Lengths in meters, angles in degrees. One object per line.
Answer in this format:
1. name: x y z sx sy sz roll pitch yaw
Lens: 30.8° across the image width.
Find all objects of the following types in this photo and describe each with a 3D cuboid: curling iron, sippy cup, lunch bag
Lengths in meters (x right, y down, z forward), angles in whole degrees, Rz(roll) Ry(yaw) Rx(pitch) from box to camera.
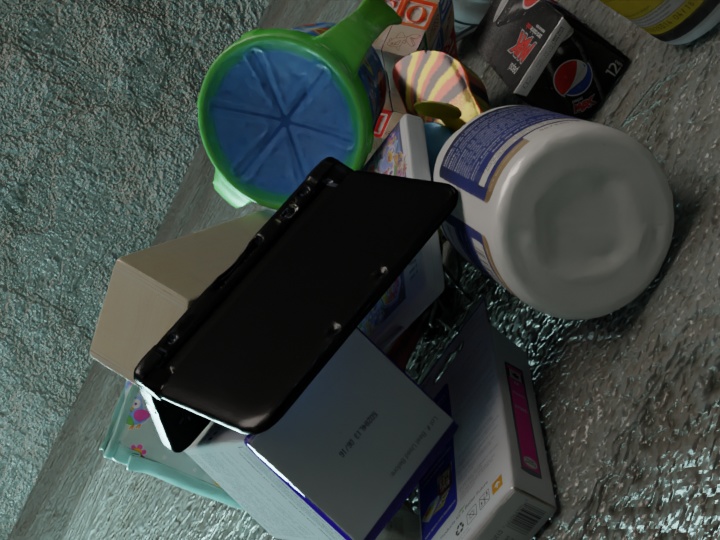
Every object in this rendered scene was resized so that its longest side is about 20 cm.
1. curling iron: 0.020 0.087 1.037 0.201 0.025 0.050 -56 13 21
2. sippy cup: -0.040 -0.131 1.012 0.176 0.141 0.130 -9 19 21
3. lunch bag: -0.139 0.121 1.231 0.122 0.169 0.202 -51 19 51

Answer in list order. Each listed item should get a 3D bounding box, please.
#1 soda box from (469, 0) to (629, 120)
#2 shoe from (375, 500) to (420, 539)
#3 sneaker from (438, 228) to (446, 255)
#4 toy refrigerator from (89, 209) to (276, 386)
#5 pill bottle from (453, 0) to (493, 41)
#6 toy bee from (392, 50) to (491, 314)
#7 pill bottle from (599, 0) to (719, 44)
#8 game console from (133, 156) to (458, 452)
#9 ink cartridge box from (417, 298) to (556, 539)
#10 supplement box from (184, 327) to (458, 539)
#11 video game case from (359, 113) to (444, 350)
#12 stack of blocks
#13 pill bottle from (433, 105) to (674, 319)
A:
1. soda box: 0.143 -0.175 1.029 0.071 0.063 0.200 -57 16 15
2. shoe: 0.001 0.176 0.891 0.071 0.053 0.200 -64 15 -10
3. sneaker: 0.031 -0.027 1.063 0.085 0.074 0.200 -49 6 36
4. toy refrigerator: -0.104 0.016 0.939 0.200 0.069 0.077 -27 -39 -61
5. pill bottle: 0.097 -0.293 1.292 0.117 0.115 0.200 -64 16 -11
6. toy bee: 0.094 -0.084 0.995 0.108 0.202 0.131 -21 -3 25
7. pill bottle: 0.156 -0.240 0.838 0.112 0.199 0.112 -54 16 24
8. game console: -0.036 0.036 0.836 0.200 0.116 0.177 -49 -21 -23
9. ink cartridge box: 0.071 0.109 0.816 0.095 0.037 0.201 -56 18 26
10. supplement box: -0.034 0.113 0.874 0.101 0.103 0.200 -50 7 -20
11. video game case: 0.000 0.000 0.969 0.200 0.018 0.145 -48 39 48
12. stack of blocks: 0.040 -0.154 1.148 0.201 0.058 0.116 75 -146 -61
13. pill bottle: 0.108 -0.045 0.820 0.112 0.110 0.200 -60 15 5
